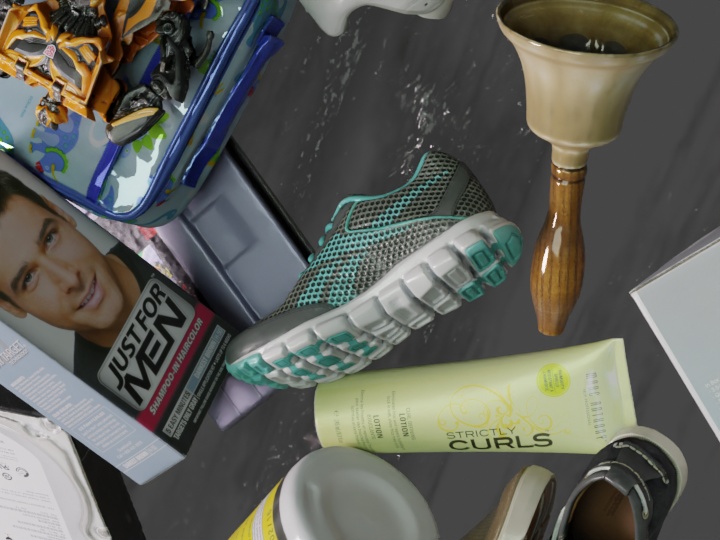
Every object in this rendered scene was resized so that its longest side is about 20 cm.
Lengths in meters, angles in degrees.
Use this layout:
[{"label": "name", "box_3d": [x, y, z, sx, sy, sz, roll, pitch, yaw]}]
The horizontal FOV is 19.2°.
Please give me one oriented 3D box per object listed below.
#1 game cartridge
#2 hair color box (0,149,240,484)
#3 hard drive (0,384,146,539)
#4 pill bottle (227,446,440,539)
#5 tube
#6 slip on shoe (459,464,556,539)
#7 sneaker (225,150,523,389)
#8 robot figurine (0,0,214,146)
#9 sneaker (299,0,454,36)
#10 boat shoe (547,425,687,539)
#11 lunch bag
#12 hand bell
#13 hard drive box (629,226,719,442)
[{"label": "game cartridge", "box_3d": [-0.103, -0.010, 1.371, 0.129, 0.038, 0.201, -39, 84, 22]}, {"label": "hair color box", "box_3d": [-0.178, 0.028, 1.293, 0.200, 0.099, 0.061, 38, 141, -15]}, {"label": "hard drive", "box_3d": [-0.219, 0.144, 1.400, 0.139, 0.038, 0.201, 9, 138, 23]}, {"label": "pill bottle", "box_3d": [-0.045, 0.208, 1.339, 0.111, 0.111, 0.200, 47, 128, 8]}, {"label": "tube", "box_3d": [0.070, 0.082, 1.304, 0.198, 0.058, 0.052, -4, 61, 20]}, {"label": "slip on shoe", "box_3d": [0.061, 0.201, 1.322, 0.060, 0.076, 0.201, 28, 119, 13]}, {"label": "sneaker", "box_3d": [0.000, 0.000, 1.297, 0.199, 0.078, 0.092, -29, 63, 11]}, {"label": "robot figurine", "box_3d": [-0.144, -0.175, 1.239, 0.144, 0.058, 0.201, 28, 94, 20]}, {"label": "sneaker", "box_3d": [0.046, -0.201, 1.247, 0.199, 0.078, 0.100, -20, 120, 19]}, {"label": "boat shoe", "box_3d": [0.134, 0.188, 1.281, 0.071, 0.068, 0.201, 25, 121, 14]}, {"label": "lunch bag", "box_3d": [-0.140, -0.137, 1.310, 0.160, 0.082, 0.201, 32, 97, 18]}, {"label": "hand bell", "box_3d": [0.120, -0.053, 1.242, 0.103, 0.104, 0.201, 16, 120, 20]}, {"label": "hard drive box", "box_3d": [0.249, 0.062, 1.156, 0.077, 0.156, 0.201, -32, 87, 28]}]
